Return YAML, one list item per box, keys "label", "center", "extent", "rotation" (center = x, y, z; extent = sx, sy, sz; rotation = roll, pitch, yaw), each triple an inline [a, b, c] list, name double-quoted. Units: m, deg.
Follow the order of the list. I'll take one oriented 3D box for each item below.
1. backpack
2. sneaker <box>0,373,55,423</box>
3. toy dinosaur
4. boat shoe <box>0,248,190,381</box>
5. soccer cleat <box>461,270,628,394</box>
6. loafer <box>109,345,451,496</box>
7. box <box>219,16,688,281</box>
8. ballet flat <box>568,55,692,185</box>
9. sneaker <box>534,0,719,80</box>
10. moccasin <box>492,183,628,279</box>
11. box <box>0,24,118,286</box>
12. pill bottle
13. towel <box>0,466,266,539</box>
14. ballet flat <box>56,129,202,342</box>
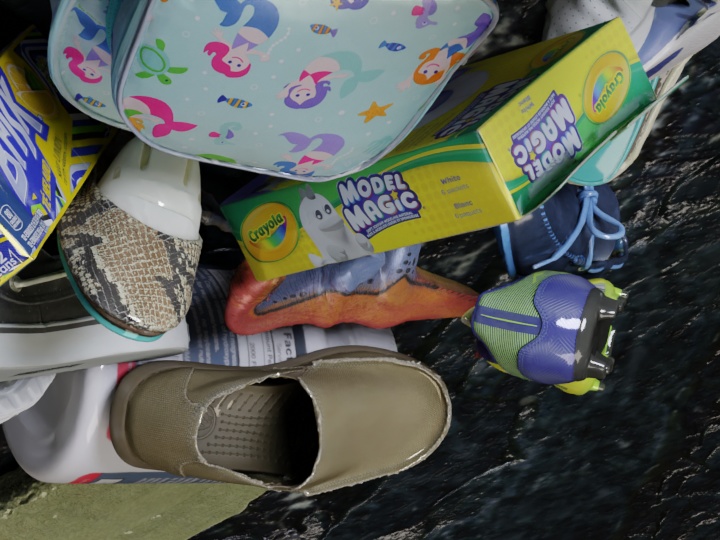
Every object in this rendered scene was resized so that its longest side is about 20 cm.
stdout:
- label: "backpack"
  center: [-0.040, -0.125, 0.926]
  extent: [0.177, 0.151, 0.200]
  rotation: [11, 148, -25]
- label: "sneaker"
  center: [-0.235, 0.070, 1.094]
  extent: [0.200, 0.078, 0.099]
  rotation: [-30, 176, -42]
- label: "toy dinosaur"
  center: [0.000, 0.000, 1.138]
  extent: [0.105, 0.200, 0.182]
  rotation: [-32, -167, 41]
- label: "boat shoe"
  center: [-0.170, 0.018, 1.053]
  extent: [0.199, 0.064, 0.070]
  rotation: [-5, 172, -45]
- label: "soccer cleat"
  center: [0.098, 0.029, 1.202]
  extent: [0.083, 0.065, 0.200]
  rotation: [12, 178, 7]
- label: "loafer"
  center: [-0.030, 0.082, 1.144]
  extent: [0.199, 0.067, 0.077]
  rotation: [-3, 104, -33]
- label: "box"
  center: [0.041, -0.054, 0.994]
  extent: [0.199, 0.049, 0.117]
  rotation: [-11, -159, 46]
- label: "ballet flat"
  center: [0.143, -0.130, 1.096]
  extent: [0.069, 0.070, 0.200]
  rotation: [4, 134, -34]
- label: "sneaker"
  center: [0.125, -0.156, 1.003]
  extent: [0.080, 0.116, 0.199]
  rotation: [-26, 170, -39]
- label: "moccasin"
  center: [0.108, -0.035, 1.216]
  extent: [0.068, 0.081, 0.200]
  rotation: [-14, 172, 10]
- label: "box"
  center: [-0.162, -0.039, 0.943]
  extent: [0.070, 0.200, 0.064]
  rotation: [-38, 103, 14]
- label: "pill bottle"
  center: [-0.085, 0.056, 1.217]
  extent: [0.199, 0.120, 0.120]
  rotation: [4, 143, -34]
- label: "towel"
  center: [-0.140, 0.132, 1.393]
  extent: [0.199, 0.037, 0.148]
  rotation: [-30, 147, 20]
- label: "ballet flat"
  center: [-0.102, -0.035, 1.019]
  extent: [0.068, 0.200, 0.076]
  rotation: [26, 102, -15]
